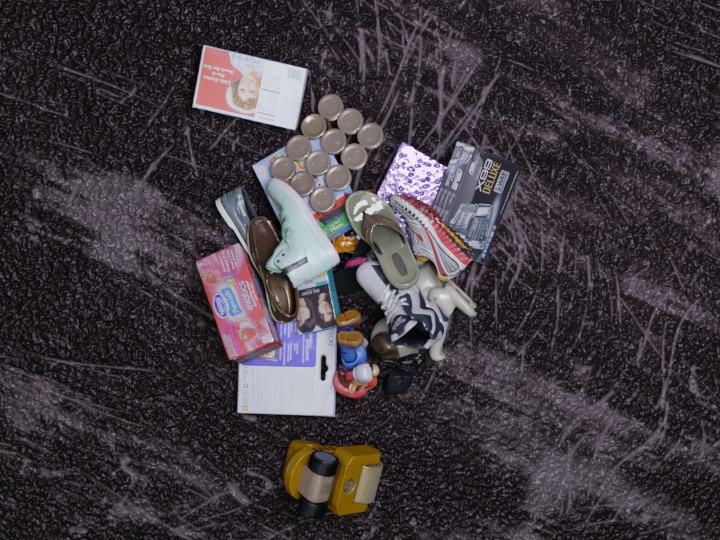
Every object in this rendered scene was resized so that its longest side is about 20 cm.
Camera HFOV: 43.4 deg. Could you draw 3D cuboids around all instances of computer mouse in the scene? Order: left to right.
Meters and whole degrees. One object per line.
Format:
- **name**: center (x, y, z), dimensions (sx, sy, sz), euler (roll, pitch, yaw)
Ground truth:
- **computer mouse**: center (0.084, 0.204, 1.741), dimensions (0.057, 0.201, 0.035), euler (6, 65, -10)

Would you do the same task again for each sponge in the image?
- **sponge**: center (0.080, -0.125, 1.696), dimensions (0.110, 0.030, 0.202), euler (27, 97, -4)

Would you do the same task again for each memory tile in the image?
- **memory tile**: center (-0.064, -0.219, 1.685), dimensions (0.152, 0.017, 0.201), euler (35, 84, 15)

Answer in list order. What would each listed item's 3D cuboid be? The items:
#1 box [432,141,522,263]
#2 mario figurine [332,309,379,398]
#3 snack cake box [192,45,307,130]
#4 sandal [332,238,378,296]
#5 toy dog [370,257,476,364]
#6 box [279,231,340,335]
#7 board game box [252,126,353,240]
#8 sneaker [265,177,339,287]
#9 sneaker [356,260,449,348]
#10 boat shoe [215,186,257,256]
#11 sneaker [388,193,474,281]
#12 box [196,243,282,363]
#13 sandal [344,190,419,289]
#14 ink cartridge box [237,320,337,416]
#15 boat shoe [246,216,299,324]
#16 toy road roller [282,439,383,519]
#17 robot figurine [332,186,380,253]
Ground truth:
- **box**: center (0.209, -0.126, 1.705), dimensions (0.156, 0.049, 0.203), euler (13, 102, -46)
- **mario figurine**: center (0.003, 0.166, 1.725), dimensions (0.105, 0.124, 0.202), euler (21, 143, 23)
- **snack cake box**: center (-0.204, -0.341, 1.688), dimensions (0.196, 0.067, 0.117), euler (13, 101, -4)
- **sandal**: center (0.000, 0.000, 1.709), dimensions (0.075, 0.045, 0.200), euler (36, 136, -7)
- **toy dog**: center (0.104, 0.096, 1.742), dimensions (0.193, 0.140, 0.200), euler (41, 98, -8)
- **box**: center (-0.096, 0.017, 1.734), dimensions (0.081, 0.049, 0.204), euler (-13, 86, 12)
- **board game box**: center (-0.097, -0.147, 1.700), dimensions (0.150, 0.037, 0.202), euler (-29, 72, 4)
- **sneaker**: center (-0.138, -0.066, 1.624), dimensions (0.117, 0.074, 0.202), euler (-33, 76, -12)
- **sneaker**: center (0.065, 0.069, 1.614), dimensions (0.199, 0.130, 0.080), euler (44, 114, -3)
- **boat shoe**: center (-0.198, -0.069, 1.734), dimensions (0.061, 0.073, 0.201), euler (-35, 94, 8)
- **sneaker**: center (0.112, -0.064, 1.623), dimensions (0.083, 0.077, 0.200), euler (-52, 61, 21)
- **box**: center (-0.228, 0.064, 1.711), dimensions (0.094, 0.100, 0.203), euler (-22, 79, 1)
- **sandal**: center (0.044, -0.062, 1.606), dimensions (0.079, 0.057, 0.202), euler (-32, 75, -4)
- **ink cartridge box**: center (-0.144, 0.187, 1.794), dimensions (0.196, 0.043, 0.202), euler (3, 99, -1)
- **boat shoe**: center (-0.154, -0.004, 1.675), dimensions (0.074, 0.075, 0.206), euler (-19, 90, -19)
- **toy road roller**: center (-0.067, 0.403, 1.813), dimensions (0.198, 0.145, 0.125), euler (7, 102, -41)
- **robot figurine**: center (0.039, -0.098, 1.744), dimensions (0.196, 0.058, 0.148), euler (-7, 101, 0)
